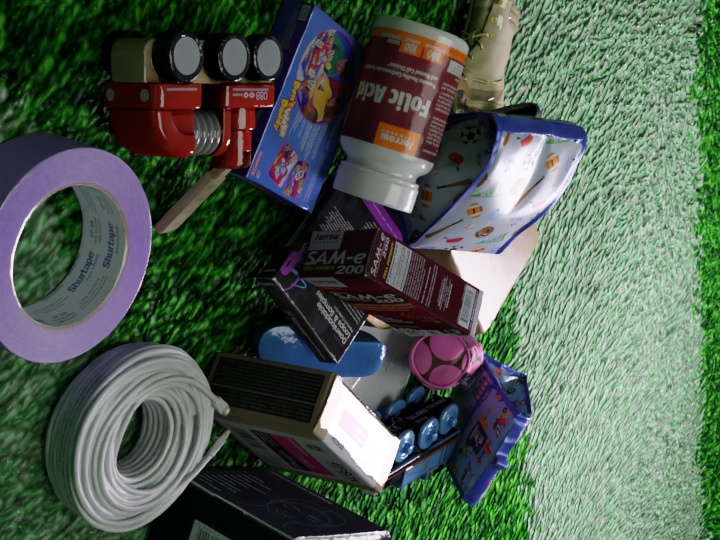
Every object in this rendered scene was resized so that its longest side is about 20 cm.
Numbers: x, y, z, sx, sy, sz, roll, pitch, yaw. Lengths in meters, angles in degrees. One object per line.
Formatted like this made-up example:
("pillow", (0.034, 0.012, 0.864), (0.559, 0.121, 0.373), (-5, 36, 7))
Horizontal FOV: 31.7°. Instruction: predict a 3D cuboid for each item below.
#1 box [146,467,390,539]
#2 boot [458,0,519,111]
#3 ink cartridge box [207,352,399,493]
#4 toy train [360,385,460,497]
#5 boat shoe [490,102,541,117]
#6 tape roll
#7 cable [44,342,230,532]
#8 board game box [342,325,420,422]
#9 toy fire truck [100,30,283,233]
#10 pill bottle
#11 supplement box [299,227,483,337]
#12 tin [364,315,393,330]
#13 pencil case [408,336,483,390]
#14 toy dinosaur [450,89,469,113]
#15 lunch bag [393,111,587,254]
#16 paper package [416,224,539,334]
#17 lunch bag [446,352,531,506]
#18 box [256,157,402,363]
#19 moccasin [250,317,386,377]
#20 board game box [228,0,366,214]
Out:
("box", (-0.108, 0.318, 1.459), (0.196, 0.199, 0.125), (11, 99, -56))
("boot", (0.139, -0.287, 1.639), (0.199, 0.072, 0.157), (7, 98, -53))
("ink cartridge box", (-0.069, 0.178, 1.473), (0.200, 0.163, 0.076), (52, 54, -51))
("toy train", (0.062, 0.237, 1.728), (0.199, 0.086, 0.115), (-23, 130, -49))
("boat shoe", (0.147, -0.166, 1.646), (0.198, 0.072, 0.065), (-23, 154, -6))
("tape roll", (-0.285, -0.021, 1.161), (0.199, 0.065, 0.202), (-30, 129, -46))
("cable", (-0.237, 0.170, 1.320), (0.200, 0.069, 0.201), (-51, 141, -26))
("board game box", (-0.003, 0.157, 1.690), (0.199, 0.026, 0.202), (20, 90, -57))
("toy fire truck", (-0.174, -0.131, 1.241), (0.175, 0.128, 0.203), (-11, 105, -52))
("pill bottle", (0.042, -0.175, 1.434), (0.114, 0.113, 0.202), (11, 97, -56))
("supplement box", (0.039, 0.017, 1.452), (0.199, 0.108, 0.062), (30, 68, -41))
("tin", (0.000, 0.000, 1.581), (0.200, 0.042, 0.113), (40, 61, -46))
("pencil case", (0.125, 0.121, 1.744), (0.094, 0.091, 0.200), (-41, 173, 5))
("toy dinosaur", (0.055, -0.147, 1.569), (0.088, 0.048, 0.200), (26, 113, -40))
("lunch bag", (0.153, -0.119, 1.513), (0.169, 0.125, 0.200), (0, 150, -41))
("paper package", (0.149, -0.049, 1.741), (0.191, 0.103, 0.201), (-57, 143, -23))
("lunch bag", (0.183, 0.234, 1.804), (0.093, 0.200, 0.151), (27, 106, -15))
("box", (-0.025, -0.013, 1.488), (0.143, 0.036, 0.201), (55, 52, -30))
("moccasin", (-0.060, 0.095, 1.536), (0.199, 0.068, 0.081), (17, 103, -43))
("board game box", (-0.069, -0.180, 1.413), (0.134, 0.044, 0.202), (28, 82, -56))
